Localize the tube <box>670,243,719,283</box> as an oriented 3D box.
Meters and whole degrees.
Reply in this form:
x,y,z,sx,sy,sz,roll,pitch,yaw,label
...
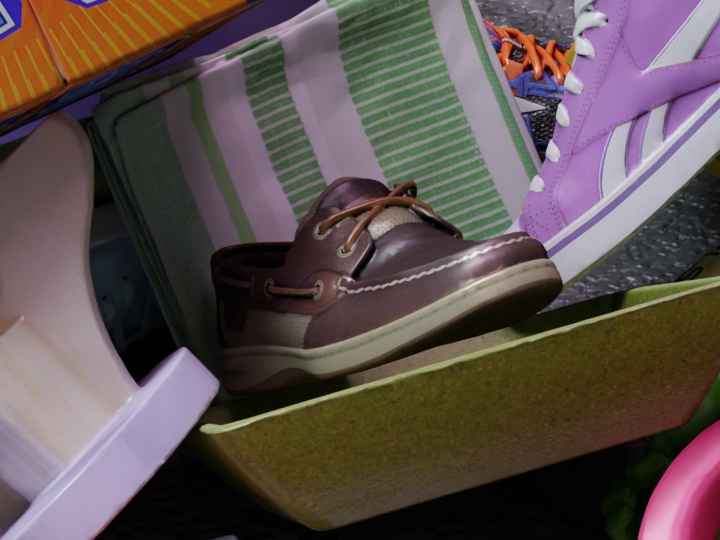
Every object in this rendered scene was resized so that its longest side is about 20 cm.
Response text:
x,y,z,sx,sy,sz,roll,pitch,yaw,label
0.184,-0.004,1.186,0.200,0.058,0.052,-35,81,-32,tube

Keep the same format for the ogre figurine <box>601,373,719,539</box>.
x,y,z,sx,sy,sz,roll,pitch,yaw,label
0.189,0.045,1.055,0.200,0.098,0.120,-26,30,-36,ogre figurine

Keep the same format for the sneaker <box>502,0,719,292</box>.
x,y,z,sx,sy,sz,roll,pitch,yaw,label
0.100,-0.079,1.148,0.200,0.114,0.073,-45,-1,8,sneaker

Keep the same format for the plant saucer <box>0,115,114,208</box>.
x,y,z,sx,sy,sz,roll,pitch,yaw,label
-0.171,-0.018,1.206,0.200,0.031,0.200,-22,-3,-1,plant saucer

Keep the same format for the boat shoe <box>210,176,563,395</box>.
x,y,z,sx,sy,sz,roll,pitch,yaw,label
0.000,0.000,1.060,0.072,0.072,0.200,-16,0,-30,boat shoe

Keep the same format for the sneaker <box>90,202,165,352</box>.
x,y,z,sx,sy,sz,roll,pitch,yaw,label
-0.132,0.036,1.174,0.200,0.074,0.082,-22,56,-23,sneaker

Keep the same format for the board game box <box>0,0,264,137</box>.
x,y,z,sx,sy,sz,roll,pitch,yaw,label
-0.173,-0.147,1.062,0.200,0.200,0.200,-26,4,-18,board game box

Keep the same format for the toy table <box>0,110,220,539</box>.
x,y,z,sx,sy,sz,roll,pitch,yaw,label
-0.134,0.045,1.021,0.184,0.117,0.200,-45,3,-7,toy table

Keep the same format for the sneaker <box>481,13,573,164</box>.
x,y,z,sx,sy,sz,roll,pitch,yaw,label
0.058,-0.087,1.313,0.199,0.079,0.075,-7,32,-1,sneaker

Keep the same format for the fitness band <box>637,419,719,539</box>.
x,y,z,sx,sy,sz,roll,pitch,yaw,label
0.179,0.114,0.935,0.144,0.037,0.200,-40,48,1,fitness band

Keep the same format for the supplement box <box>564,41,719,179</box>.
x,y,z,sx,sy,sz,roll,pitch,yaw,label
0.177,-0.129,1.259,0.109,0.109,0.200,36,23,-2,supplement box

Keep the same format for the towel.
x,y,z,sx,sy,sz,roll,pitch,yaw,label
-0.009,-0.038,1.188,0.200,0.153,0.023,-28,8,-33,towel

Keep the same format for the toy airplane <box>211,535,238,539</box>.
x,y,z,sx,sy,sz,roll,pitch,yaw,label
-0.058,0.159,0.900,0.200,0.141,0.199,-17,-3,38,toy airplane

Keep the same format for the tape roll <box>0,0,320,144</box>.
x,y,z,sx,sy,sz,roll,pitch,yaw,label
-0.111,-0.125,1.394,0.199,0.085,0.200,-6,30,3,tape roll

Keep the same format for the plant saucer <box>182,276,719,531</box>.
x,y,z,sx,sy,sz,roll,pitch,yaw,label
0.036,0.053,1.049,0.200,0.048,0.200,-16,0,-9,plant saucer
